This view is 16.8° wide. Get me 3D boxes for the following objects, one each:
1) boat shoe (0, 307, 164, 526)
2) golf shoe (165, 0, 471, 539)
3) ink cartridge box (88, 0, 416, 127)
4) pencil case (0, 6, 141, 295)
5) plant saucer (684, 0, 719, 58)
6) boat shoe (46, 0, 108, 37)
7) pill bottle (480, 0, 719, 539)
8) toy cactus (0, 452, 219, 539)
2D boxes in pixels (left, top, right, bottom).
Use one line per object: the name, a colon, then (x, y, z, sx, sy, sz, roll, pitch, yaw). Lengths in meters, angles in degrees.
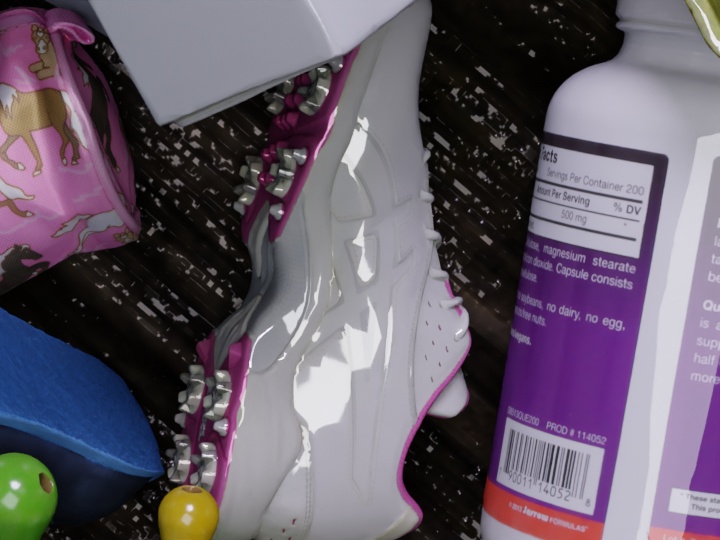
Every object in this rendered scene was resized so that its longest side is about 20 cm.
boat shoe: (-0.140, 0.046, 0.765, 0.069, 0.084, 0.200, -35, 136, 15)
golf shoe: (0.000, 0.000, 0.816, 0.091, 0.075, 0.201, 14, 97, -16)
ink cartridge box: (-0.037, -0.165, 0.692, 0.083, 0.146, 0.200, -17, 108, 45)
pencil case: (-0.171, -0.020, 0.806, 0.199, 0.087, 0.083, -19, 61, 2)
plant saucer: (0.155, -0.172, 0.742, 0.199, 0.048, 0.200, -22, 72, -6)
boat shoe: (-0.102, -0.134, 0.807, 0.200, 0.074, 0.065, 34, 68, 2)
pill bottle: (0.107, 0.007, 0.786, 0.112, 0.112, 0.201, 9, 95, 0)
toy cactus: (-0.099, 0.153, 0.772, 0.165, 0.200, 0.102, -33, 50, -14)
